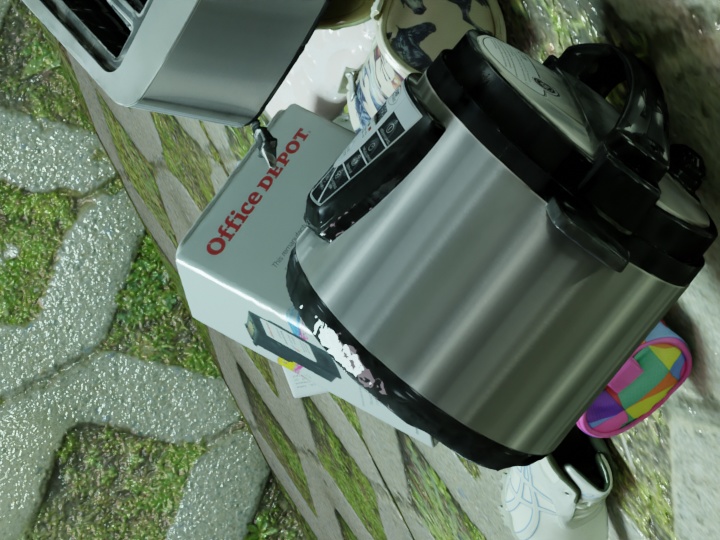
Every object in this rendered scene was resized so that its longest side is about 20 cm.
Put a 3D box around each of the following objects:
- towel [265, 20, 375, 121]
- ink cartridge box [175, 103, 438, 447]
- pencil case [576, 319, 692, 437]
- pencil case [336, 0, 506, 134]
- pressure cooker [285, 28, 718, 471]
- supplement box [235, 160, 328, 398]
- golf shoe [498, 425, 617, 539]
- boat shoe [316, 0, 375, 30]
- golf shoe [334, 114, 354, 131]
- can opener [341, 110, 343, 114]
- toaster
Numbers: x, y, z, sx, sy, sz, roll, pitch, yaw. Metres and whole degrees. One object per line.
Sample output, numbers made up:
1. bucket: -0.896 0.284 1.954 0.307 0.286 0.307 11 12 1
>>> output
1. towel: -0.053 -0.202 1.450 0.192 0.032 0.200 53 147 6
2. ink cartridge box: 0.000 0.000 1.429 0.199 0.146 0.083 27 156 20
3. pencil case: 0.112 0.006 1.285 0.200 0.088 0.089 52 166 32
4. pencil case: 0.036 -0.122 1.309 0.200 0.089 0.079 113 167 -77
5. pressure cooker: 0.080 -0.024 1.084 0.176 0.200 0.178 48 -162 30
6. supplement box: -0.034 0.001 1.832 0.102 0.102 0.201 -94 -11 -45
7. golf shoe: 0.145 0.153 1.533 0.097 0.078 0.201 36 154 53
8. boat shoe: -0.049 -0.191 1.383 0.199 0.063 0.074 9 94 41
9. golf shoe: -0.003 -0.083 1.584 0.199 0.098 0.078 1 148 48
10. can opener: -0.027 -0.181 1.507 0.053 0.066 0.201 52 165 40
11. toaster: -0.102 -0.197 1.310 0.118 0.182 0.200 2 -143 -49
